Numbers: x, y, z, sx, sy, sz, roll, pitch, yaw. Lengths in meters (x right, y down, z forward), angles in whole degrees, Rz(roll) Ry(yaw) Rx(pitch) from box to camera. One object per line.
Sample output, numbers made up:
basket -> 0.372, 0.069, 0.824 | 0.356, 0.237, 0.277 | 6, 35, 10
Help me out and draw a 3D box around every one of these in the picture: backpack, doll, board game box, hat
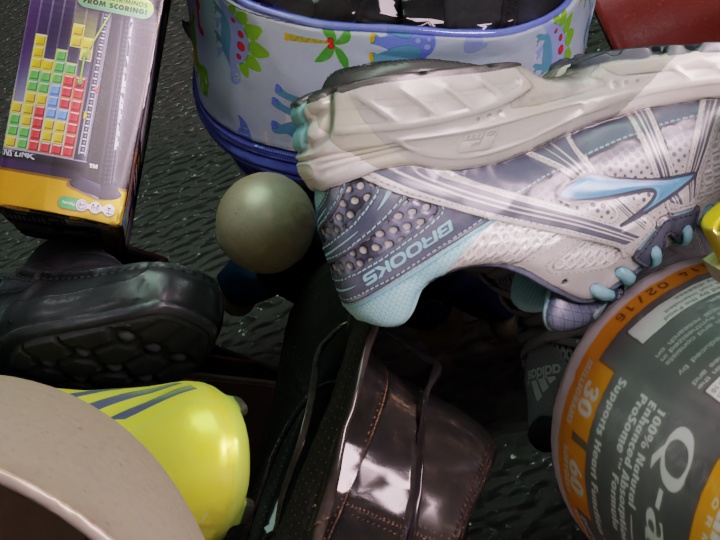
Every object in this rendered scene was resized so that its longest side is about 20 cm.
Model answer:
backpack -> 0.012, -0.110, 0.875 | 0.181, 0.148, 0.201 | 4, 36, 0
doll -> 0.000, 0.000, 0.859 | 0.136, 0.049, 0.200 | -8, -14, 27
board game box -> -0.115, -0.097, 0.882 | 0.056, 0.167, 0.200 | 9, -4, -6
hat -> 0.003, 0.082, 0.729 | 0.080, 0.202, 0.201 | 19, 19, -10

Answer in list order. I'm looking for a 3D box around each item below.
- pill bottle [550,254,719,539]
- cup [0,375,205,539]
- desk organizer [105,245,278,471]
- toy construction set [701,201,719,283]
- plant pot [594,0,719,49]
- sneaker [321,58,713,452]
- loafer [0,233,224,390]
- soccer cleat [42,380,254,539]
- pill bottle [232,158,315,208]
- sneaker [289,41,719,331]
pill bottle -> 0.142, 0.074, 0.599 | 0.116, 0.117, 0.200 | -23, 20, -9
cup -> -0.124, 0.111, 0.631 | 0.199, 0.202, 0.143 | -15, 19, 12
desk organizer -> -0.088, 0.046, 0.927 | 0.071, 0.077, 0.200 | -30, 23, -25
toy construction set -> 0.193, -0.044, 0.554 | 0.199, 0.093, 0.131 | -11, 22, 18
plant pot -> 0.217, -0.191, 1.109 | 0.194, 0.202, 0.201 | -24, 19, 13
sneaker -> 0.063, 0.003, 0.729 | 0.199, 0.116, 0.075 | 19, -16, -35
loafer -> -0.122, 0.016, 0.839 | 0.200, 0.068, 0.071 | -15, 57, 51
soccer cleat -> -0.110, 0.072, 0.750 | 0.083, 0.065, 0.200 | 5, -5, -34
pill bottle -> 0.008, -0.067, 1.070 | 0.113, 0.114, 0.200 | -27, 22, -19
sneaker -> 0.076, -0.027, 0.657 | 0.198, 0.087, 0.078 | -7, 6, -12
